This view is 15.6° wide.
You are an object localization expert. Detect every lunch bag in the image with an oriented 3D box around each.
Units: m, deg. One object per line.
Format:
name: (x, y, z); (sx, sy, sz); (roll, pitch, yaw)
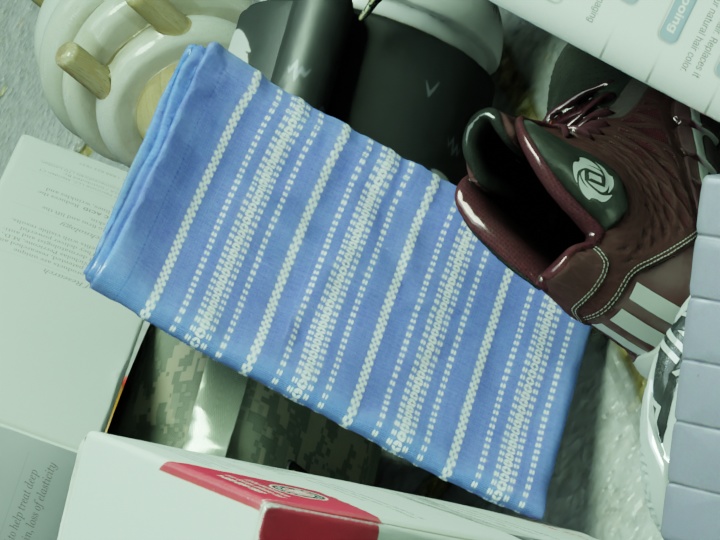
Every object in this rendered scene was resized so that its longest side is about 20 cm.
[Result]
lunch bag: (-0.060, 0.105, 1.088); (0.200, 0.117, 0.164); (105, -179, -71)

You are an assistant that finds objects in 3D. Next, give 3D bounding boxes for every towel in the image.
towel: (0.000, 0.000, 1.034); (0.024, 0.200, 0.145); (-55, 11, 44)

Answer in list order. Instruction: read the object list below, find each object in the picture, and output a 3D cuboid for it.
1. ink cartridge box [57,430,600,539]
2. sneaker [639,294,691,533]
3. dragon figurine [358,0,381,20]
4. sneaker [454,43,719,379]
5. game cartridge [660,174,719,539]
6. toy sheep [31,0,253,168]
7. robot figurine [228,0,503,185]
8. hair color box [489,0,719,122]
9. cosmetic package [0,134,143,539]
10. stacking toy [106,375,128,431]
ink cartridge box: (0.009, 0.123, 0.935); (0.145, 0.200, 0.084); (10, 87, 60)
sneaker: (0.174, 0.019, 0.889); (0.200, 0.075, 0.115); (-59, 27, 0)
dragon figurine: (0.096, -0.129, 1.071); (0.099, 0.200, 0.059); (-17, -70, -84)
sneaker: (0.085, -0.052, 1.051); (0.076, 0.115, 0.200); (-47, 33, 26)
game cartridge: (0.182, 0.044, 0.809); (0.200, 0.038, 0.130); (10, 92, 44)
toy sheep: (-0.115, -0.122, 1.415); (0.138, 0.138, 0.200); (-50, 38, 20)
robot figurine: (-0.010, -0.060, 1.188); (0.150, 0.125, 0.200); (-8, 63, 63)
hair color box: (0.109, -0.130, 0.999); (0.099, 0.200, 0.061); (-65, -17, 15)
cosmetic package: (-0.138, 0.046, 1.067); (0.200, 0.081, 0.113); (-79, 10, -56)
stacking toy: (-0.174, 0.073, 1.274); (0.116, 0.200, 0.110); (-14, 54, 53)
